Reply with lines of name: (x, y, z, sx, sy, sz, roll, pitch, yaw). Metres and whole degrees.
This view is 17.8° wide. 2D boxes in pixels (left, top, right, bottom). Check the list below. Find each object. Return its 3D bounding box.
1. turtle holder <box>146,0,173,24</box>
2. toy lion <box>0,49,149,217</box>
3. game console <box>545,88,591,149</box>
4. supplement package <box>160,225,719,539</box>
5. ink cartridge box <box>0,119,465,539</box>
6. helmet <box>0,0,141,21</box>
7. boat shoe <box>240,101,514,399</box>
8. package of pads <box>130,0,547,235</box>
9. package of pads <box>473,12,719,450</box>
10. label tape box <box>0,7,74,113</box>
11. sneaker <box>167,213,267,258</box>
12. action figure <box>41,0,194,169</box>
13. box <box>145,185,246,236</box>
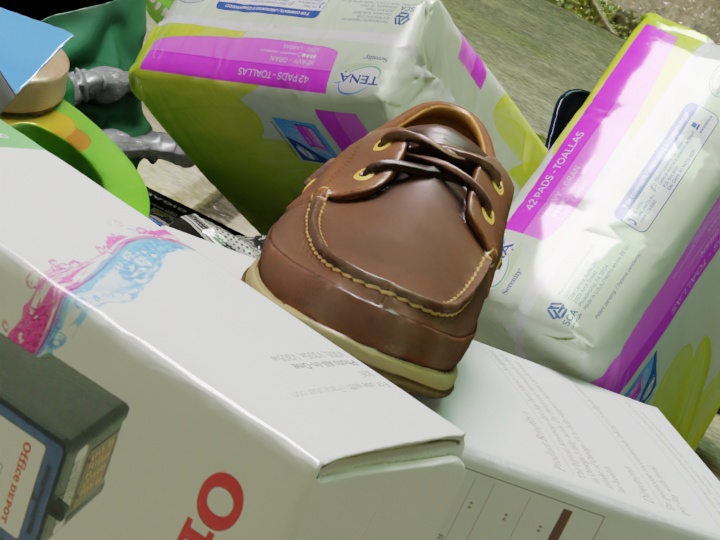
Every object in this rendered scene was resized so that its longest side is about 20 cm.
turtle holder: (-0.041, -0.122, 1.395, 0.131, 0.187, 0.141, 33, 48, 27)
toy lion: (-0.159, -0.008, 0.819, 0.199, 0.069, 0.192, -12, 40, -37)
game console: (0.204, -0.004, 1.392, 0.199, 0.119, 0.171, 21, 15, -19)
supplement package: (0.009, 0.086, 0.733, 0.199, 0.118, 0.117, 21, 15, -21)
ink cartridge box: (-0.092, 0.057, 0.599, 0.199, 0.146, 0.087, 32, 16, 23)
helmet: (-0.218, -0.175, 1.152, 0.191, 0.200, 0.199, 52, 24, 24)
boat shoe: (0.011, -0.014, 0.712, 0.072, 0.068, 0.200, 25, 13, 0)
package of pads: (0.006, -0.046, 1.024, 0.154, 0.069, 0.200, 10, -27, 39)
package of pads: (0.103, 0.015, 0.901, 0.068, 0.155, 0.201, 25, -28, 21)
label tape box: (-0.208, -0.068, 0.768, 0.143, 0.064, 0.200, 21, 48, 16)
sneaker: (0.000, 0.000, 0.902, 0.199, 0.086, 0.078, 9, 23, -44)
action figure: (-0.154, -0.068, 1.057, 0.054, 0.119, 0.199, -4, 4, 38)
box: (-0.046, 0.031, 0.977, 0.199, 0.046, 0.159, 26, 14, -1)
